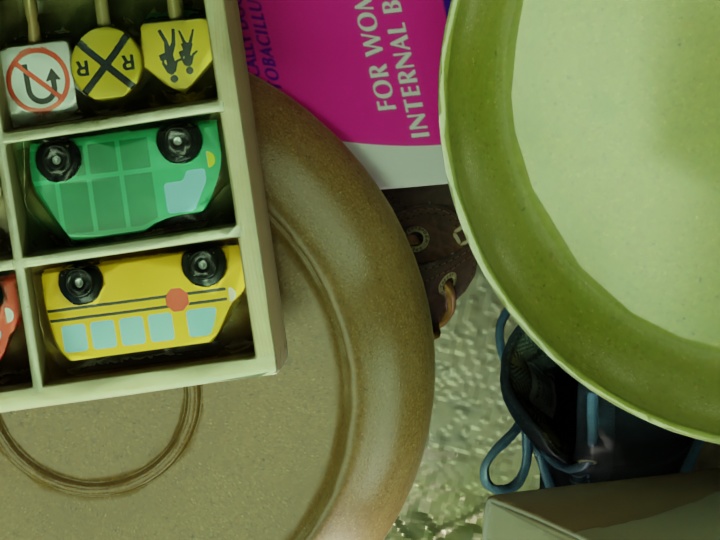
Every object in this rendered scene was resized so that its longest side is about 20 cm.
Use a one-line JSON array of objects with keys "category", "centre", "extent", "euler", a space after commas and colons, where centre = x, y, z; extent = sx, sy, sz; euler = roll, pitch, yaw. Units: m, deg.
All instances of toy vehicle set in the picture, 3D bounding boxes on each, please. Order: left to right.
[{"category": "toy vehicle set", "centre": [-0.126, -0.021, 0.819], "extent": [0.199, 0.027, 0.125], "euler": [-8, 97, 8]}]

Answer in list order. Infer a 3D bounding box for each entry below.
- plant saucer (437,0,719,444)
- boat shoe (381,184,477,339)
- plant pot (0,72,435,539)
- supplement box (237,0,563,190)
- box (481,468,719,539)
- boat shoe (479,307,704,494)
[{"category": "plant saucer", "centre": [0.119, -0.051, 0.805], "extent": [0.198, 0.031, 0.201], "euler": [-1, 104, -2]}, {"category": "boat shoe", "centre": [0.000, 0.000, 0.921], "extent": [0.199, 0.072, 0.072], "euler": [-15, 87, -14]}, {"category": "plant pot", "centre": [-0.078, 0.031, 0.861], "extent": [0.198, 0.028, 0.202], "euler": [1, 107, 4]}, {"category": "supplement box", "centre": [-0.030, -0.088, 0.884], "extent": [0.199, 0.104, 0.102], "euler": [-5, 123, 15]}, {"category": "box", "centre": [0.137, 0.113, 0.924], "extent": [0.199, 0.078, 0.096], "euler": [-2, 103, -33]}, {"category": "boat shoe", "centre": [0.075, 0.027, 0.946], "extent": [0.068, 0.085, 0.200], "euler": [2, 146, -8]}]
